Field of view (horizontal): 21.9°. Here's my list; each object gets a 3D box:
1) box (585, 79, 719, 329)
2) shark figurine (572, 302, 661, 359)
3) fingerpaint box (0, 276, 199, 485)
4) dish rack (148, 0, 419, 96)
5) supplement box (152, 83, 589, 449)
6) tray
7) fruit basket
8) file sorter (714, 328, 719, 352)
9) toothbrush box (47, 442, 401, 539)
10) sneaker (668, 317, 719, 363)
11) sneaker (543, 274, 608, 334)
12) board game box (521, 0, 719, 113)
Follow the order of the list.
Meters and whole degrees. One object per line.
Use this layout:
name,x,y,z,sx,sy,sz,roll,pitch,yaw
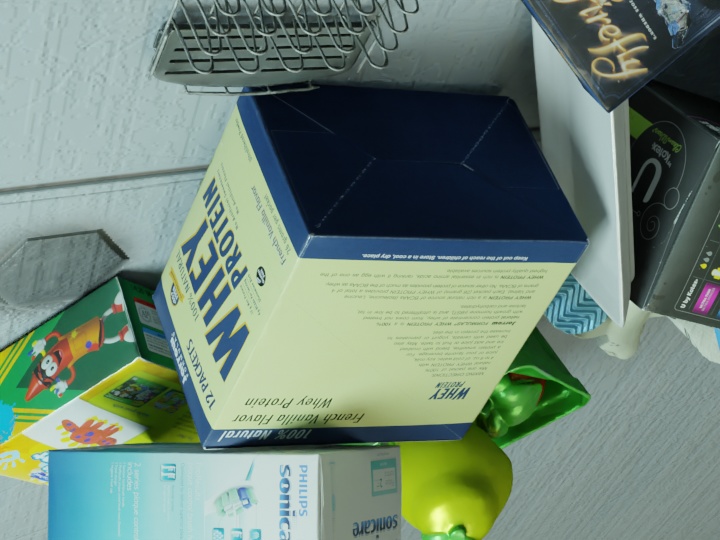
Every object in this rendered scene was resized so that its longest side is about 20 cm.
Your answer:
box,0.254,-0.036,1.242,0.200,0.149,0.124,13,108,-28
shark figurine,0.223,-0.016,1.394,0.128,0.090,0.214,7,141,-44
fingerpaint box,-0.170,0.095,1.370,0.167,0.073,0.200,-32,150,22
dish rack,-0.030,-0.151,1.027,0.153,0.055,0.200,-4,149,-26
supplement box,0.000,0.000,1.196,0.200,0.134,0.200,1,137,-28
tray,0.141,-0.073,1.142,0.022,0.107,0.200,-17,125,-12
fruit basket,0.075,0.139,1.472,0.216,0.216,0.155,-30,151,20
file sorter,0.387,0.054,1.391,0.200,0.123,0.139,-34,125,-19
toothbrush box,-0.089,0.159,1.251,0.200,0.085,0.146,-1,177,23
sneaker,0.269,0.005,1.506,0.072,0.073,0.200,-25,138,16
sneaker,0.195,-0.046,1.347,0.200,0.081,0.077,-41,120,1
board game box,0.130,-0.193,0.967,0.135,0.035,0.200,-39,129,5
